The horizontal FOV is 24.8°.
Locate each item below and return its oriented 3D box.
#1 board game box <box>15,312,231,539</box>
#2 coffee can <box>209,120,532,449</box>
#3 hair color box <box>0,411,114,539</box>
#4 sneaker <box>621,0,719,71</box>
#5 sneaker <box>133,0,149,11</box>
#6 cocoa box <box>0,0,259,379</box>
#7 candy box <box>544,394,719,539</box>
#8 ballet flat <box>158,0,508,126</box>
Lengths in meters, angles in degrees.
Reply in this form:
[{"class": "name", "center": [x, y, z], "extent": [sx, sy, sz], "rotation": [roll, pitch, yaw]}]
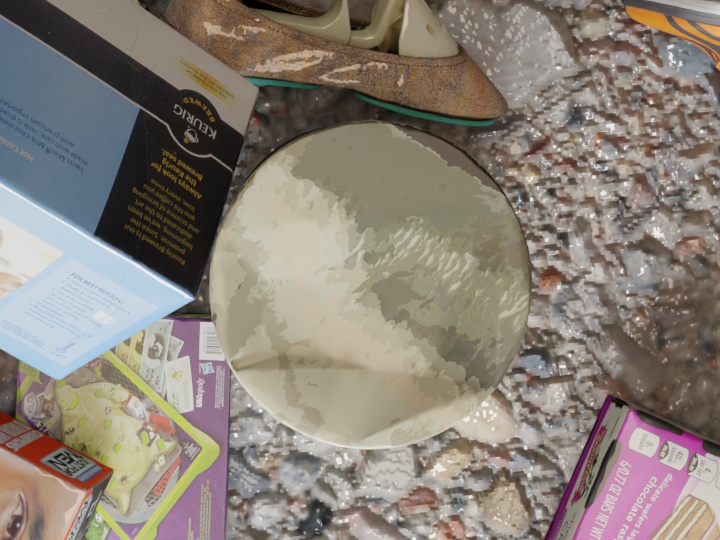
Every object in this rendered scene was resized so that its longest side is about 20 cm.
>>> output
[{"class": "board game box", "center": [-0.132, 0.123, 0.908], "extent": [0.119, 0.032, 0.202], "rotation": [3, 94, -6]}, {"class": "coffee can", "center": [0.000, 0.000, 0.819], "extent": [0.145, 0.200, 0.148], "rotation": [0, 95, -3]}, {"class": "hair color box", "center": [-0.246, 0.115, 0.869], "extent": [0.199, 0.064, 0.112], "rotation": [26, 95, 3]}, {"class": "sneaker", "center": [0.225, -0.095, 0.871], "extent": [0.199, 0.077, 0.113], "rotation": [21, 123, 29]}, {"class": "sneaker", "center": [-0.178, -0.164, 0.863], "extent": [0.093, 0.070, 0.201], "rotation": [-28, 98, -5]}, {"class": "cocoa box", "center": [-0.172, -0.063, 0.764], "extent": [0.199, 0.133, 0.132], "rotation": [33, 52, -27]}, {"class": "candy box", "center": [0.205, 0.172, 0.911], "extent": [0.199, 0.061, 0.137], "rotation": [23, 92, -5]}, {"class": "ballet flat", "center": [-0.005, -0.122, 0.854], "extent": [0.198, 0.068, 0.068], "rotation": [7, 114, -22]}]
